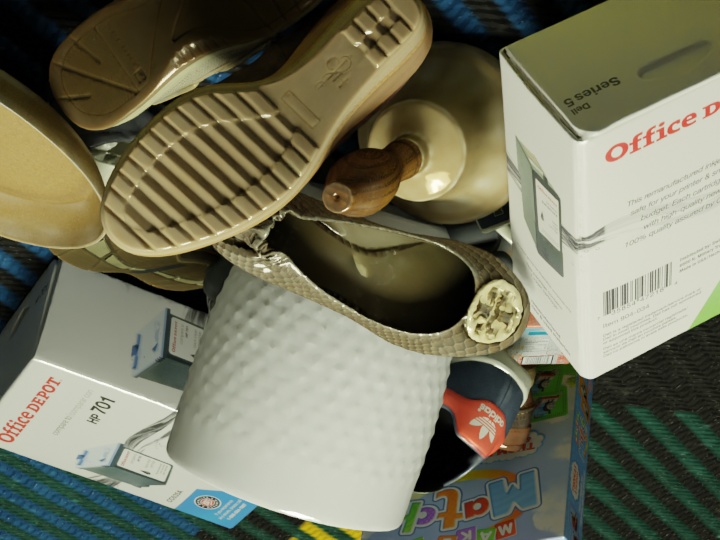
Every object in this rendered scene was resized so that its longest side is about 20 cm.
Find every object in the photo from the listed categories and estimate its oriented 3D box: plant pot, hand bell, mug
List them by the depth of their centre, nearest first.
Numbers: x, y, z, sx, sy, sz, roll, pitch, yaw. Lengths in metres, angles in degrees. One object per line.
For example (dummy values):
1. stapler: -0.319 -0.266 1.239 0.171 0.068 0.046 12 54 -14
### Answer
1. hand bell: 0.019 -0.058 1.165 0.104 0.104 0.200 -12 -173 20
2. plant pot: -0.223 -0.078 1.228 0.200 0.028 0.200 22 157 9
3. mug: -0.005 0.046 1.325 0.147 0.176 0.200 21 -173 31

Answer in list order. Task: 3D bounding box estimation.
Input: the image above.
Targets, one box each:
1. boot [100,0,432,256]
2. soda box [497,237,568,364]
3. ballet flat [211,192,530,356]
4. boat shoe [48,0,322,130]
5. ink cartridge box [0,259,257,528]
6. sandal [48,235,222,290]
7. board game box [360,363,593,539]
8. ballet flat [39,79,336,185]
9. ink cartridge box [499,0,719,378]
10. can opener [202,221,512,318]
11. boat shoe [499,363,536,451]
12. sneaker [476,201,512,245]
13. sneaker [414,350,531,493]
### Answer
1. boot: -0.048 -0.070 1.148 0.200 0.072 0.166 -38 -179 -7
2. soda box: 0.043 0.022 1.467 0.199 0.069 0.064 -1 154 -3
3. ballet flat: 0.008 -0.001 1.206 0.200 0.068 0.046 23 178 -21
4. boat shoe: -0.073 -0.140 1.158 0.200 0.072 0.065 -33 178 28
5. ink cartridge box: -0.144 0.087 1.523 0.200 0.086 0.146 20 147 -16
6. sandal: -0.132 -0.028 1.387 0.080 0.054 0.200 -8 168 25
7. board game box: 0.083 0.134 1.552 0.151 0.200 0.037 -13 128 19
8. ballet flat: -0.099 -0.059 1.301 0.200 0.073 0.073 17 147 -34
9. ink cartridge box: 0.160 -0.056 1.211 0.145 0.084 0.200 -25 142 -14
10. can opener: 0.000 0.000 1.396 0.199 0.053 0.067 -12 154 -12
11. boat shoe: 0.028 0.089 1.546 0.200 0.068 0.072 3 -169 30
12. sneaker: 0.126 -0.030 1.348 0.067 0.090 0.200 -22 147 33
13. sneaker: 0.025 0.114 1.463 0.075 0.085 0.200 38 140 -16
